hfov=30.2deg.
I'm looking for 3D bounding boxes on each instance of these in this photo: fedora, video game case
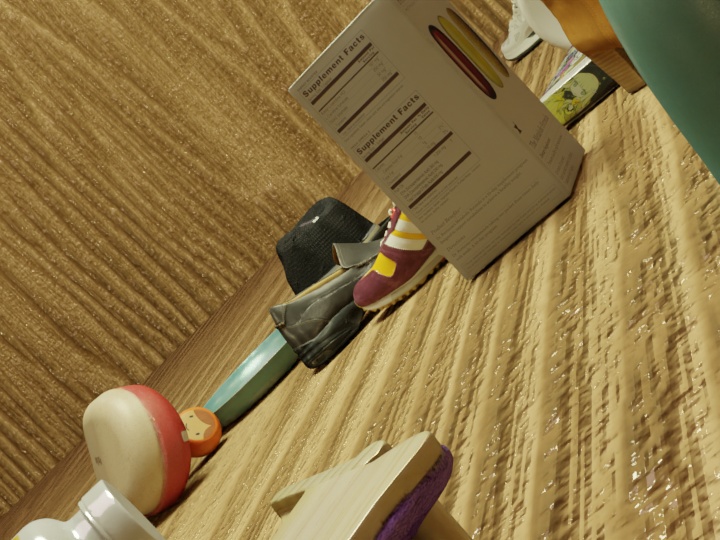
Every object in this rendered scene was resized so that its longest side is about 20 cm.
[{"bbox_3d":[-0.047,-0.030,1.680,0.200,0.092,0.201,-44,6,6],"label":"fedora"},{"bbox_3d":[0.255,-0.227,1.254,0.181,0.036,0.200,-40,8,31],"label":"video game case"}]

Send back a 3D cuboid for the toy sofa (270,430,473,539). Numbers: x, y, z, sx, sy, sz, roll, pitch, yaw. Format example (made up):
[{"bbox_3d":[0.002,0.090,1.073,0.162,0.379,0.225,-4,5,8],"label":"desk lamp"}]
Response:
[{"bbox_3d":[-0.021,0.146,0.392,0.097,0.083,0.200,-31,14,46],"label":"toy sofa"}]

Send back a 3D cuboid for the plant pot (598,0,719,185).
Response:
[{"bbox_3d":[0.192,-0.151,0.587,0.200,0.161,0.201,-43,7,6],"label":"plant pot"}]

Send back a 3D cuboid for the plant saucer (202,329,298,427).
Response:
[{"bbox_3d":[-0.107,0.107,1.486,0.200,0.027,0.200,-44,7,7],"label":"plant saucer"}]

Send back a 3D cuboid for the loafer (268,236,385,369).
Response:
[{"bbox_3d":[0.000,0.000,1.272,0.200,0.072,0.073,-45,5,-13],"label":"loafer"}]

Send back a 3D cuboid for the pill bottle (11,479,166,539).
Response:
[{"bbox_3d":[-0.224,0.247,0.932,0.200,0.112,0.112,-46,6,-9],"label":"pill bottle"}]

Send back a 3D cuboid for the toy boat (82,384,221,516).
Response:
[{"bbox_3d":[-0.204,0.176,1.364,0.129,0.132,0.200,-16,-4,-19],"label":"toy boat"}]

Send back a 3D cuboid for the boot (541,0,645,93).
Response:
[{"bbox_3d":[0.216,-0.230,1.031,0.071,0.144,0.201,-49,8,-33],"label":"boot"}]

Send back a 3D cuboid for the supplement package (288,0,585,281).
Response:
[{"bbox_3d":[0.061,-0.115,1.021,0.109,0.200,0.114,-41,7,26],"label":"supplement package"}]

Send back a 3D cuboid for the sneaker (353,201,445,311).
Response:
[{"bbox_3d":[0.051,-0.050,1.179,0.200,0.090,0.075,-42,6,22],"label":"sneaker"}]

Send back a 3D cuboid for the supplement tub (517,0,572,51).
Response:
[{"bbox_3d":[0.262,-0.338,1.445,0.144,0.144,0.200,-39,8,42],"label":"supplement tub"}]

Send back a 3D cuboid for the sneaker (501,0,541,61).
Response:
[{"bbox_3d":[0.263,-0.421,2.129,0.076,0.115,0.200,-48,7,-32],"label":"sneaker"}]
